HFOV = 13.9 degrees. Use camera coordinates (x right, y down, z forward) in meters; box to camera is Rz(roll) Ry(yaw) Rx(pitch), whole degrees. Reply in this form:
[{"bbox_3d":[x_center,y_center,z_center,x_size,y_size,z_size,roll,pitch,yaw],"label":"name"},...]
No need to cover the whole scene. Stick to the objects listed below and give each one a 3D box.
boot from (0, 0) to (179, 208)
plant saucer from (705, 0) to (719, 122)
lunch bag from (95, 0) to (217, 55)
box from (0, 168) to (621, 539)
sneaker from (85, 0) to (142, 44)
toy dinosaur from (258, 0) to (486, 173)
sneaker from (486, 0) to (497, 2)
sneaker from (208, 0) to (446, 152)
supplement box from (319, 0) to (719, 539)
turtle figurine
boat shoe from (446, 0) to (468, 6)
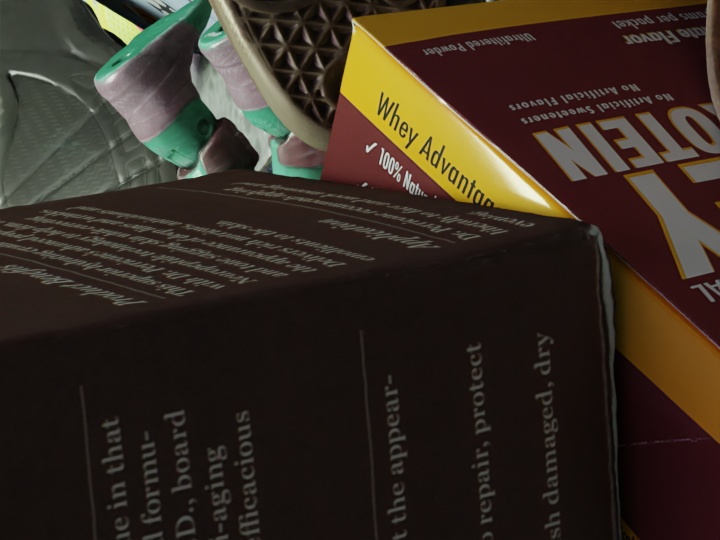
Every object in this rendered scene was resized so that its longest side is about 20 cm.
[{"bbox_3d":[-0.087,-0.027,1.136,0.200,0.073,0.151,56,-178,40],"label":"boot"},{"bbox_3d":[0.154,-0.114,0.740,0.201,0.037,0.201,-57,20,34],"label":"plant saucer"},{"bbox_3d":[-0.036,-0.163,1.130,0.161,0.075,0.200,-59,20,-5],"label":"lunch bag"},{"bbox_3d":[-0.060,0.074,0.728,0.166,0.199,0.165,12,109,55],"label":"box"},{"bbox_3d":[-0.098,-0.190,1.361,0.090,0.078,0.201,-19,80,58],"label":"sneaker"},{"bbox_3d":[0.043,-0.059,1.065,0.105,0.200,0.182,32,155,22],"label":"toy dinosaur"},{"bbox_3d":[0.076,-0.068,0.929,0.074,0.088,0.201,167,99,-65],"label":"sneaker"},{"bbox_3d":[-0.027,-0.124,0.868,0.076,0.070,0.201,117,136,-74],"label":"sneaker"},{"bbox_3d":[0.083,0.056,0.811,0.197,0.132,0.201,44,133,41],"label":"supplement box"},{"bbox_3d":[0.000,0.000,0.972,0.149,0.101,0.200,-21,112,35],"label":"turtle figurine"},{"bbox_3d":[0.067,-0.131,0.843,0.200,0.068,0.057,-29,66,43],"label":"boat shoe"}]
